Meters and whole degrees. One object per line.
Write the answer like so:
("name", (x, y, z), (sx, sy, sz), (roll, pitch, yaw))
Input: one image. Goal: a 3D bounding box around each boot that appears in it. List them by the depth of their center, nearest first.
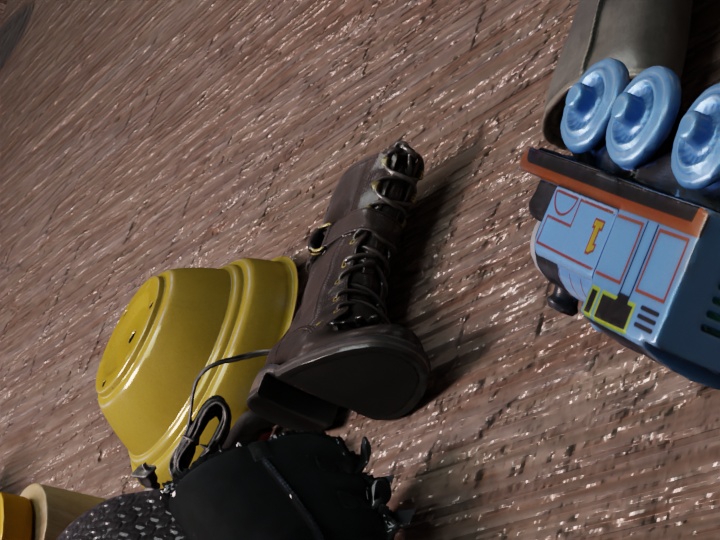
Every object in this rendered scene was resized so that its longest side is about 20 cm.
("boot", (-0.061, 0.147, 0.814), (0.163, 0.196, 0.074), (-127, 34, -56))
("boot", (0.162, -0.176, 0.858), (0.201, 0.072, 0.182), (-66, 8, -30))
("boot", (0.000, 0.000, 1.004), (0.199, 0.069, 0.176), (-22, 45, 61))

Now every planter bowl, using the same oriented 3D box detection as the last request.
("planter bowl", (-0.129, 0.062, 1.178), (0.201, 0.083, 0.201), (-52, 21, 29))

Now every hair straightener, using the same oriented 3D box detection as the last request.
("hair straightener", (-0.102, 0.135, 1.056), (0.041, 0.077, 0.202), (19, 78, 55))

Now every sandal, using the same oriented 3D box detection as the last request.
("sandal", (-0.097, 0.160, 1.000), (0.198, 0.045, 0.076), (-21, 45, 12))

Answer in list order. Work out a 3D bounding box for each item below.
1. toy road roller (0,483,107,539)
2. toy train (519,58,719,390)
("toy road roller", (-0.218, 0.249, 1.125), (0.200, 0.122, 0.147), (-45, 40, 38))
("toy train", (0.131, -0.023, 0.726), (0.115, 0.086, 0.200), (-66, 22, 3))
